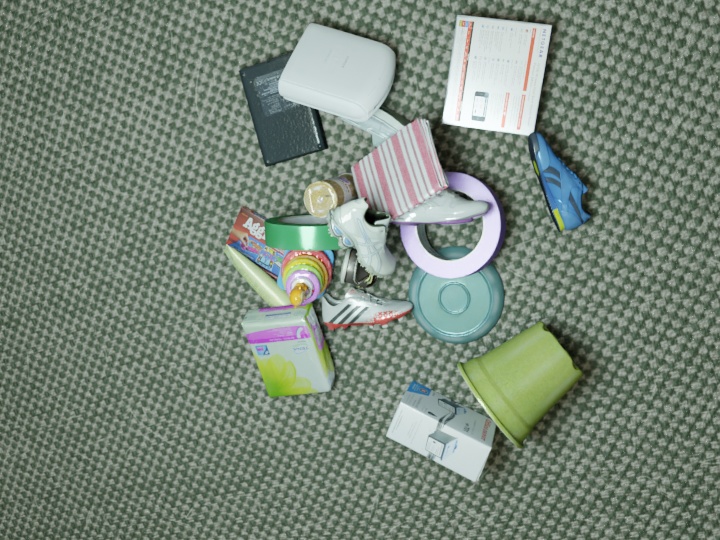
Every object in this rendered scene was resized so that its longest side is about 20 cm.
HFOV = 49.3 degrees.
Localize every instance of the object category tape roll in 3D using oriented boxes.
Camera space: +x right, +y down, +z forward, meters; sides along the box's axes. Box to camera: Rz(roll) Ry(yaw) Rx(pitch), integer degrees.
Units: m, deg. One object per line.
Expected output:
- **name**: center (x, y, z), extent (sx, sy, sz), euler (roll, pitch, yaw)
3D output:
- **tape roll**: center (-0.090, -0.077, 1.543), extent (0.197, 0.200, 0.049), euler (2, 102, 14)
- **tape roll**: center (0.179, -0.087, 1.523), extent (0.197, 0.065, 0.204), euler (1, 92, 21)

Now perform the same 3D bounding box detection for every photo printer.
- **photo printer**: center (-0.037, -0.376, 1.500), extent (0.197, 0.070, 0.168), euler (20, 64, 11)

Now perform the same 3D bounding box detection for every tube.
- **tube**: center (-0.214, 0.020, 1.663), extent (0.200, 0.052, 0.058), euler (43, 122, -4)

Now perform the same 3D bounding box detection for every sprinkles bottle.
- **sprinkles bottle**: center (-0.046, -0.147, 1.517), extent (0.067, 0.200, 0.069), euler (3, 102, 16)

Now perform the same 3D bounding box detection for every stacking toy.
- **stacking toy**: center (-0.114, 0.023, 1.552), extent (0.108, 0.200, 0.118), euler (16, 107, -3)

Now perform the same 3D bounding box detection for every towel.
- **towel**: center (0.070, -0.172, 1.458), extent (0.199, 0.030, 0.149), euler (-31, 66, 38)

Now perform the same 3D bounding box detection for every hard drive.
- **hard drive**: center (-0.157, -0.327, 1.600), extent (0.137, 0.033, 0.203), euler (-13, 97, 17)

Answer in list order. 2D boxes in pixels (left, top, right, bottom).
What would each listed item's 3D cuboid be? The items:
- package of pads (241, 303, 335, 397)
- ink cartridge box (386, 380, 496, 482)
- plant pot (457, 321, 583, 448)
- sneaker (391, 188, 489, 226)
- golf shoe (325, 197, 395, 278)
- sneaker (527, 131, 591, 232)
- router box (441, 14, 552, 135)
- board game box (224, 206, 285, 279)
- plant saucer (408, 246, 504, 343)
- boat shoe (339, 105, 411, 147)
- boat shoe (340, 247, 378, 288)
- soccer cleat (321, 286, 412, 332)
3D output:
- **package of pads**: center (-0.145, 0.168, 1.651), extent (0.152, 0.069, 0.202), euler (-7, 120, 17)
- **ink cartridge box**: center (0.166, 0.321, 1.582), extent (0.198, 0.146, 0.087), euler (24, 104, 9)
- **plant pot**: center (0.318, 0.204, 1.509), extent (0.183, 0.200, 0.201), euler (-38, 90, 7)
- **sneaker**: center (0.141, -0.133, 1.461), extent (0.197, 0.075, 0.102), euler (2, 93, 21)
- **golf shoe**: center (0.026, -0.059, 1.440), extent (0.096, 0.200, 0.079), euler (-31, 48, 18)
- **sneaker**: center (0.372, -0.173, 1.463), extent (0.077, 0.066, 0.202), euler (-22, 107, 10)
- **router box**: center (0.255, -0.364, 1.473), extent (0.177, 0.049, 0.203), euler (11, 104, 13)
- **board game box**: center (-0.187, -0.044, 1.673), extent (0.198, 0.019, 0.104), euler (29, 106, 8)
- **plant saucer**: center (0.191, 0.053, 1.586), extent (0.197, 0.027, 0.204), euler (3, 101, 14)
- **boat shoe**: center (0.046, -0.276, 1.542), extent (0.199, 0.070, 0.072), euler (33, 112, 13)
- **boat shoe**: center (0.000, 0.000, 1.539), extent (0.059, 0.200, 0.073), euler (16, 86, 7)
- **soccer cleat**: center (0.010, 0.073, 1.619), extent (0.197, 0.069, 0.087), euler (-9, 103, 21)
